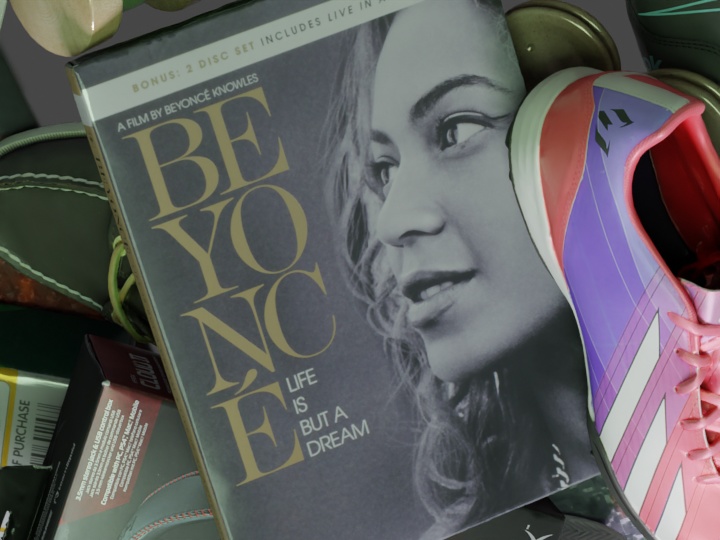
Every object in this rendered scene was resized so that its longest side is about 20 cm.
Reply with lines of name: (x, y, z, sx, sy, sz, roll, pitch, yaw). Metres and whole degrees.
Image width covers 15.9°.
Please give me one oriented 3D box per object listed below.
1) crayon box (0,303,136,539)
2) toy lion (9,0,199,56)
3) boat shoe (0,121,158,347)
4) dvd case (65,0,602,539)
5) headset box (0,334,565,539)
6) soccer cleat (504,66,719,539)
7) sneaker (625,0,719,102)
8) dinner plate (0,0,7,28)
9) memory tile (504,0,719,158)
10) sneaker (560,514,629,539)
crayon box: (-0.195, 0.069, 1.022, 0.198, 0.052, 0.126, 10, 120, -3)
toy lion: (-0.085, -0.192, 0.805, 0.192, 0.068, 0.200, 58, 143, 5)
boat shoe: (-0.057, -0.001, 0.947, 0.200, 0.061, 0.072, 14, 128, 12)
dvd case: (0.000, 0.000, 0.876, 0.148, 0.016, 0.201, -21, 104, -14)
headset box: (-0.047, 0.121, 0.940, 0.199, 0.075, 0.150, 18, 98, -15)
soccer cleat: (0.112, 0.026, 0.876, 0.068, 0.073, 0.201, -32, 112, -27)
sneaker: (0.184, -0.109, 0.883, 0.199, 0.076, 0.080, -23, 114, 15)
dinner plate: (-0.223, -0.124, 0.927, 0.199, 0.024, 0.201, 2, 121, 3)
memory tile: (0.042, -0.018, 0.945, 0.153, 0.017, 0.201, 29, 128, 4)
sneaker: (0.005, 0.151, 1.045, 0.198, 0.074, 0.116, 10, 117, -4)
